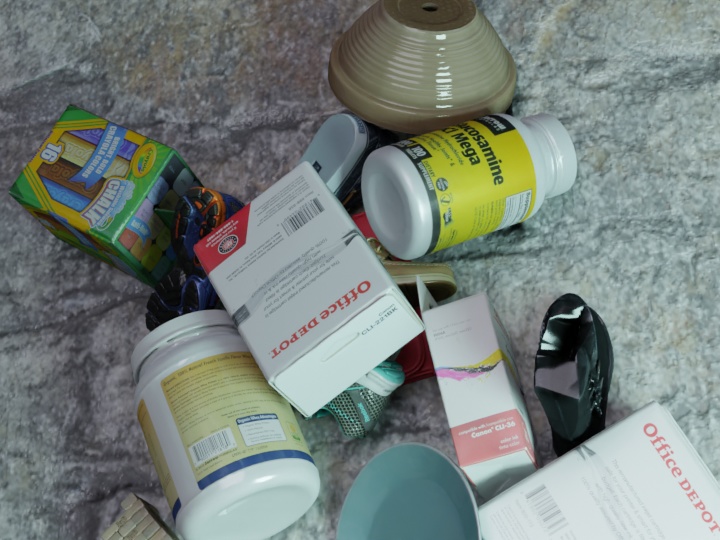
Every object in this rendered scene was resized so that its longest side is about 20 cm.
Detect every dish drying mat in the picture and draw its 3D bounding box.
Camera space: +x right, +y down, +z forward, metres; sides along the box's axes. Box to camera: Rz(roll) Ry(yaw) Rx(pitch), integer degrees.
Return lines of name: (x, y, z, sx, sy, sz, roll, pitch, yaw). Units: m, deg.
dish drying mat: (0.022, 0.026, 1.429, 0.076, 0.018, 0.201, -18, 62, 9)

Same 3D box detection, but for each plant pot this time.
plant pot: (0.067, -0.235, 1.447, 0.200, 0.093, 0.201, 3, 41, -2)

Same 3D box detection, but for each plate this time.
plate: (0.047, 0.257, 1.265, 0.200, 0.026, 0.201, -16, 69, 48)

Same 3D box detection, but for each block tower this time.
block tower: (-0.172, 0.306, 1.336, 0.058, 0.054, 0.200, -43, 60, -6)

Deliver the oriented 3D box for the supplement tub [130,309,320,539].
supplement tub: (-0.136, 0.153, 1.346, 0.144, 0.144, 0.201, -27, 61, 3)

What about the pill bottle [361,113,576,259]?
pill bottle: (0.110, -0.091, 1.372, 0.199, 0.113, 0.113, -19, 57, -25)

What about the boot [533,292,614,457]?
boot: (0.189, 0.071, 1.251, 0.065, 0.200, 0.166, -7, 64, 14)

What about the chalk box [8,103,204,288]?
chalk box: (-0.250, -0.071, 1.499, 0.199, 0.125, 0.124, 25, 74, 27)

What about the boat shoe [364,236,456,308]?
boat shoe: (0.000, 0.000, 1.397, 0.199, 0.074, 0.067, -2, 68, 17)

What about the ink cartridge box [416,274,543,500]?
ink cartridge box: (0.113, 0.101, 1.308, 0.067, 0.117, 0.201, -18, 62, 9)

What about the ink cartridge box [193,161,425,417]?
ink cartridge box: (-0.051, 0.016, 1.319, 0.144, 0.084, 0.200, -37, 48, 4)

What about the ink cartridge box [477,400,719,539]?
ink cartridge box: (0.221, 0.233, 1.229, 0.200, 0.083, 0.147, -31, 64, 0)

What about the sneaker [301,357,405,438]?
sneaker: (-0.051, 0.103, 1.386, 0.200, 0.077, 0.092, 26, 101, 39)

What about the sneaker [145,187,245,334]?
sneaker: (-0.161, 0.010, 1.437, 0.075, 0.078, 0.201, 33, 113, 32)

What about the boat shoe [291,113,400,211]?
boat shoe: (-0.039, -0.076, 1.473, 0.200, 0.091, 0.071, -48, 57, 23)
